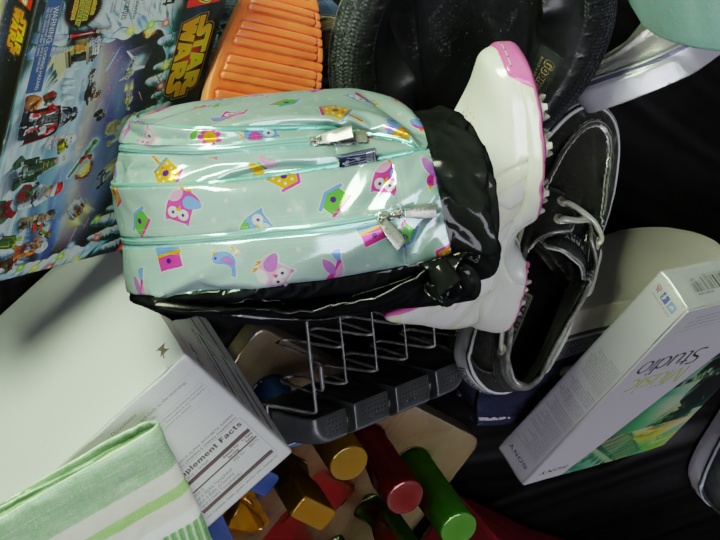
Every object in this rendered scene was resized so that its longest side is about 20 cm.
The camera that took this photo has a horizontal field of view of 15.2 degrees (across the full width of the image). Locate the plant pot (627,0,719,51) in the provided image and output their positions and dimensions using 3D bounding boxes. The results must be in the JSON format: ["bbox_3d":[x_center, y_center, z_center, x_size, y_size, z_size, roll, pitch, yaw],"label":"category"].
[{"bbox_3d":[0.215,-0.245,1.551,0.200,0.200,0.197,-20,126,-13],"label":"plant pot"}]

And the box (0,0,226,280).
[{"bbox_3d":[-0.151,-0.092,1.483,0.137,0.040,0.200,-17,137,-41],"label":"box"}]

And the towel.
[{"bbox_3d":[-0.151,0.191,1.558,0.152,0.023,0.200,-29,129,-8],"label":"towel"}]

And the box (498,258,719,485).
[{"bbox_3d":[0.195,0.060,1.751,0.144,0.036,0.200,-12,152,-41],"label":"box"}]

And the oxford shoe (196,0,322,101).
[{"bbox_3d":[-0.076,-0.078,1.558,0.071,0.073,0.201,14,93,-28],"label":"oxford shoe"}]

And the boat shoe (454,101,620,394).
[{"bbox_3d":[0.124,-0.015,1.683,0.071,0.064,0.201,25,77,-24],"label":"boat shoe"}]

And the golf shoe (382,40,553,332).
[{"bbox_3d":[0.058,-0.042,1.576,0.091,0.075,0.201,-6,128,-16],"label":"golf shoe"}]

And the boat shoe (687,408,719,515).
[{"bbox_3d":[0.292,0.088,1.864,0.072,0.068,0.200,14,111,-31],"label":"boat shoe"}]

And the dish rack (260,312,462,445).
[{"bbox_3d":[0.000,0.000,1.654,0.153,0.054,0.201,-20,112,-44],"label":"dish rack"}]

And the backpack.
[{"bbox_3d":[-0.035,-0.035,1.468,0.199,0.167,0.127,-5,89,-7],"label":"backpack"}]

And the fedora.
[{"bbox_3d":[0.054,-0.159,1.591,0.200,0.092,0.201,-13,131,-16],"label":"fedora"}]

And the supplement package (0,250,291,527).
[{"bbox_3d":[-0.170,0.103,1.606,0.200,0.156,0.111,-41,129,3],"label":"supplement package"}]

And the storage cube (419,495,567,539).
[{"bbox_3d":[0.108,0.287,1.813,0.171,0.180,0.200,24,108,-45],"label":"storage cube"}]

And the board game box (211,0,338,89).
[{"bbox_3d":[-0.118,-0.103,1.583,0.199,0.035,0.136,4,117,-26],"label":"board game box"}]

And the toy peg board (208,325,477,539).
[{"bbox_3d":[-0.037,0.167,1.742,0.199,0.098,0.200,29,104,-35],"label":"toy peg board"}]

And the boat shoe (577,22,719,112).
[{"bbox_3d":[0.212,-0.171,1.684,0.200,0.071,0.070,-30,99,-1],"label":"boat shoe"}]

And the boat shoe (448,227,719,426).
[{"bbox_3d":[0.147,0.038,1.777,0.199,0.075,0.093,-13,137,-16],"label":"boat shoe"}]
